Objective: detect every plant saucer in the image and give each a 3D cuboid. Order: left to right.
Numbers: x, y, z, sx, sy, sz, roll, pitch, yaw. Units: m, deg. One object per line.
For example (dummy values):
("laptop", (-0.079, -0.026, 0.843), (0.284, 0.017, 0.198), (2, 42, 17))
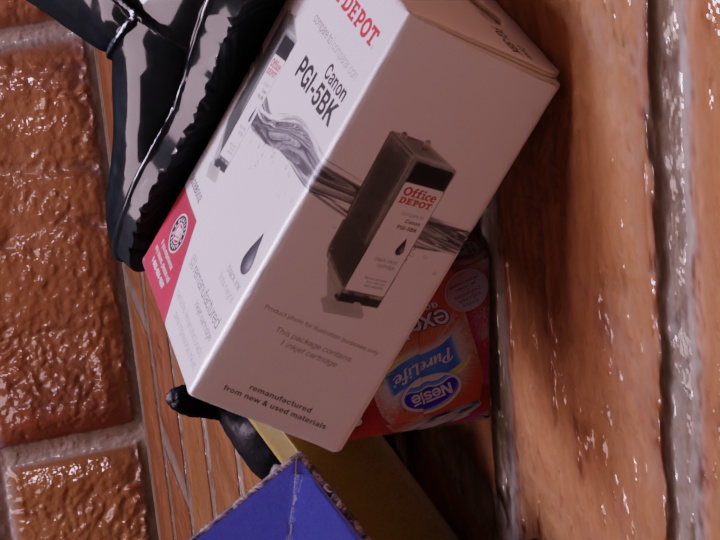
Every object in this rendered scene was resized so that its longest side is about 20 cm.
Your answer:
("plant saucer", (0.000, 0.129, 1.256), (0.200, 0.048, 0.200), (54, 172, -10))

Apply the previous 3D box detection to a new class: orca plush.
("orca plush", (-0.091, 0.068, 1.368), (0.105, 0.071, 0.200), (44, 159, 50))

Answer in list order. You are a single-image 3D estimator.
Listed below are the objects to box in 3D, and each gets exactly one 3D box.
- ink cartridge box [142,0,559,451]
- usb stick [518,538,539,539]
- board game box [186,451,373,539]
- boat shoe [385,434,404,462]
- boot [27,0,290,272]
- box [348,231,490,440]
("ink cartridge box", (-0.011, -0.043, 0.981), (0.200, 0.083, 0.147), (-60, 25, 16))
("usb stick", (0.023, 0.207, 1.080), (0.033, 0.200, 0.055), (41, -156, -11))
("board game box", (-0.058, 0.199, 1.144), (0.097, 0.159, 0.200), (50, 172, 13))
("boat shoe", (0.008, 0.070, 1.347), (0.062, 0.073, 0.200), (19, 121, 27))
("boot", (-0.125, -0.120, 1.066), (0.162, 0.073, 0.198), (37, 125, 20))
("box", (0.000, 0.000, 1.177), (0.200, 0.095, 0.100), (-119, 23, -60))
